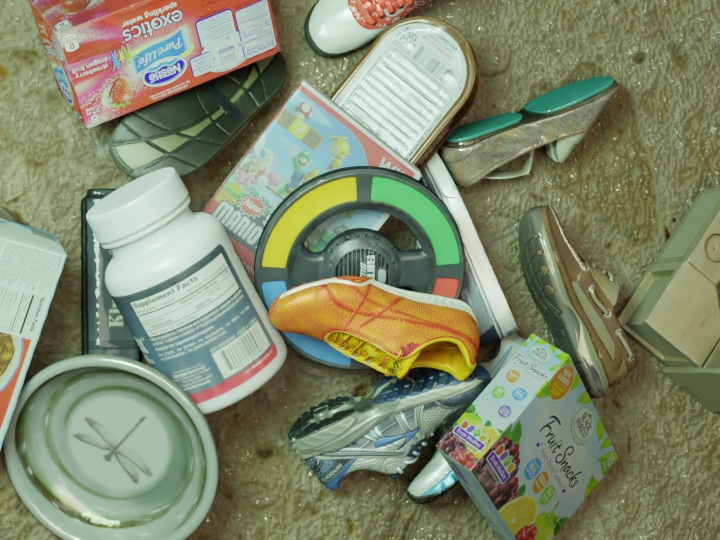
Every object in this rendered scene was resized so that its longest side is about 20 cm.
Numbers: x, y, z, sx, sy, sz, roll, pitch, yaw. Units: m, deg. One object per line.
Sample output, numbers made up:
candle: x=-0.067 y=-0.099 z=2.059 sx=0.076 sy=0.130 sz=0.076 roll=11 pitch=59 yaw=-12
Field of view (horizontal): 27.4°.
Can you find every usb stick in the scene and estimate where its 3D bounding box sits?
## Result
usb stick: x=-0.230 y=0.026 z=1.361 sx=0.055 sy=0.033 sz=0.202 roll=0 pitch=87 yaw=-16

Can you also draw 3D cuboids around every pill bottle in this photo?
pill bottle: x=-0.159 y=0.017 z=1.320 sx=0.119 sy=0.119 sz=0.201 roll=-31 pitch=107 yaw=-15

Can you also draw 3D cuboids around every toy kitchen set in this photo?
toy kitchen set: x=0.403 y=0.044 z=1.476 sx=0.200 sy=0.163 sz=0.181 roll=38 pitch=78 yaw=-12

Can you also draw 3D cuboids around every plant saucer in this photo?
plant saucer: x=-0.218 y=0.159 z=1.324 sx=0.198 sy=0.050 sz=0.202 roll=4 pitch=113 yaw=8

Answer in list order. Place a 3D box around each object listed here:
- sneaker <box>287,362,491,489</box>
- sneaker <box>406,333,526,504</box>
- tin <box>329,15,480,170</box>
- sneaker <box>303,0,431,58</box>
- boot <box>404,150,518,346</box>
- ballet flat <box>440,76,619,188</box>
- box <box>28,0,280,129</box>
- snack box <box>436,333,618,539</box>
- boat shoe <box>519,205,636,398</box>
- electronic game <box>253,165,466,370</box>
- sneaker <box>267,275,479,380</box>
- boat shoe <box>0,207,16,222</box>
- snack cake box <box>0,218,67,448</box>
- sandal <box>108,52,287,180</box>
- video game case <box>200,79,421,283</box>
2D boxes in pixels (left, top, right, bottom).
sneaker: x=0.036 y=0.147 z=1.404 sx=0.199 sy=0.077 sz=0.086 roll=-22 pitch=109 yaw=7
sneaker: x=0.103 y=0.139 z=1.442 sx=0.087 sy=0.075 sz=0.200 roll=42 pitch=74 yaw=3
tin: x=0.029 y=-0.153 z=1.410 sx=0.112 sy=0.042 sz=0.200 roll=39 pitch=92 yaw=14
sneaker: x=0.040 y=-0.278 z=1.413 sx=0.200 sy=0.108 sz=0.068 roll=-32 pitch=96 yaw=-15
boot: x=0.073 y=-0.015 z=1.435 sx=0.090 sy=0.073 sz=0.201 roll=-24 pitch=82 yaw=4
ballet flat: x=0.172 y=-0.135 z=1.476 sx=0.198 sy=0.068 sz=0.068 roll=-20 pitch=113 yaw=-11
box: x=-0.185 y=-0.223 z=1.335 sx=0.199 sy=0.096 sz=0.100 roll=-25 pitch=129 yaw=-15
snack box: x=0.163 y=0.172 z=1.402 sx=0.142 sy=0.053 sz=0.200 roll=-49 pitch=141 yaw=-13
boat shoe: x=0.216 y=0.024 z=1.463 sx=0.071 sy=0.076 sz=0.201 roll=-25 pitch=104 yaw=-13
electronic game: x=0.000 y=0.000 z=1.370 sx=0.198 sy=0.042 sz=0.202 roll=-2 pitch=111 yaw=-6
sneaker: x=0.015 y=0.054 z=1.325 sx=0.198 sy=0.073 sz=0.078 roll=8 pitch=56 yaw=-11
boat shoe: x=-0.399 y=-0.045 z=1.292 sx=0.199 sy=0.072 sz=0.076 roll=8 pitch=107 yaw=-37
snack cake box: x=-0.342 y=0.054 z=1.273 sx=0.114 sy=0.067 sz=0.201 roll=17 pitch=101 yaw=-26
sandal: x=-0.148 y=-0.143 z=1.384 sx=0.201 sy=0.057 sz=0.080 roll=-38 pitch=93 yaw=-29
video game case: x=-0.058 y=-0.057 z=1.381 sx=0.143 sy=0.017 sz=0.200 roll=37 pitch=103 yaw=-11
